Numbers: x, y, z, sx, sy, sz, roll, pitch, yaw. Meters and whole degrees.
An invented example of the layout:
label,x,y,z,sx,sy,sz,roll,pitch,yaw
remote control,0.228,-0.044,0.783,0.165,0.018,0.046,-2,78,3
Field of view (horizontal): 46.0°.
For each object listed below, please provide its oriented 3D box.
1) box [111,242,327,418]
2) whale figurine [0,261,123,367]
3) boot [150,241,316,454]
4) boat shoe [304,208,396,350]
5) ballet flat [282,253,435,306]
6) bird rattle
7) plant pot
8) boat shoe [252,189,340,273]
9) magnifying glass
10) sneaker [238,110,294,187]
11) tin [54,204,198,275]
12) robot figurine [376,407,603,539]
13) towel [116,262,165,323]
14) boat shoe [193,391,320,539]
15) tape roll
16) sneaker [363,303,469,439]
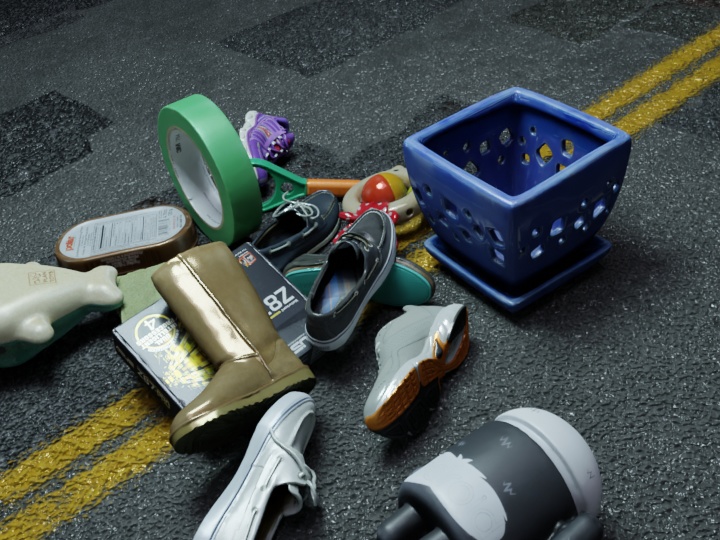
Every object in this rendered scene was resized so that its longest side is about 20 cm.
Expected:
label,x,y,z,sx,sy,sz,roll,pitch,yaw
box,-0.150,0.077,0.951,0.199,0.049,0.161,-34,67,-31
whale figurine,-0.389,0.053,1.033,0.197,0.105,0.159,-12,36,-21
boot,-0.163,0.075,0.882,0.173,0.067,0.201,-19,59,-38
boat shoe,-0.013,-0.006,0.960,0.069,0.067,0.201,17,54,20
ballet flat,0.000,0.000,1.048,0.196,0.069,0.069,4,30,15
bird rattle,0.041,-0.086,1.157,0.199,0.114,0.163,-35,31,-12
plant pot,0.186,-0.081,1.019,0.198,0.182,0.199,-28,40,-24
boat shoe,-0.089,-0.059,1.142,0.074,0.063,0.200,14,42,30
magnifying glass,-0.098,-0.121,1.228,0.196,0.081,0.023,2,32,-3
sneaker,-0.146,-0.196,1.324,0.082,0.082,0.201,0,37,1
tin,-0.329,-0.041,1.191,0.196,0.042,0.113,-12,33,-4
robot figurine,0.111,0.203,0.714,0.198,0.126,0.151,-28,65,-25
towel,-0.228,0.048,1.053,0.146,0.037,0.200,-19,37,-15
boat shoe,-0.072,0.202,0.789,0.085,0.075,0.203,10,43,24
tape roll,-0.205,-0.133,1.147,0.048,0.203,0.200,-29,41,-25
sneaker,0.043,0.104,0.908,0.091,0.077,0.200,6,31,30
